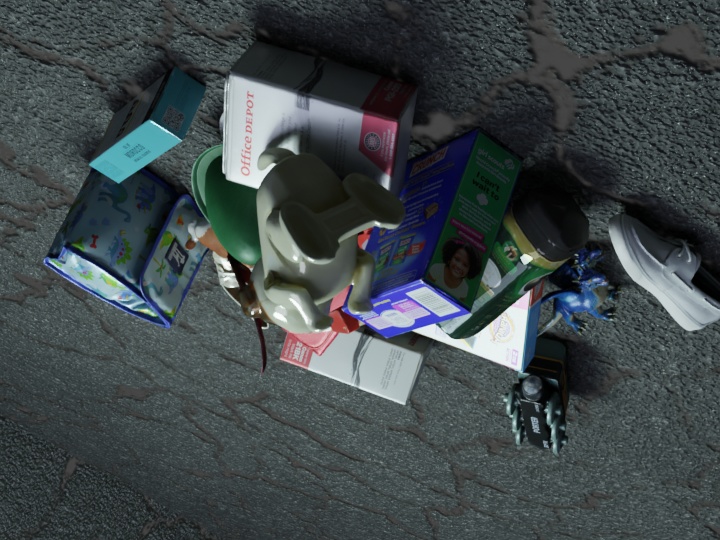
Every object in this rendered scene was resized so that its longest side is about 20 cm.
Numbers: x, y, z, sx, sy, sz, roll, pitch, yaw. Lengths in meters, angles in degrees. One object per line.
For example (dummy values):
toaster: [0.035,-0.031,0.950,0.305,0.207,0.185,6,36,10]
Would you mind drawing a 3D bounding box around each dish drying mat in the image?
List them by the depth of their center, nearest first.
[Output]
dish drying mat: [-0.036,0.029,1.719,0.077,0.018,0.201,38,122,5]

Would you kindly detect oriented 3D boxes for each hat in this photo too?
hat: [-0.151,-0.027,1.503,0.198,0.177,0.166,28,137,2]

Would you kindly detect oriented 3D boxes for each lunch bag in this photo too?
lunch bag: [-0.315,-0.038,1.776,0.199,0.172,0.127,36,152,-25]

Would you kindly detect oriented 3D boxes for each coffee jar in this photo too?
coffee jar: [0.166,-0.010,1.437,0.200,0.104,0.086,-42,76,30]

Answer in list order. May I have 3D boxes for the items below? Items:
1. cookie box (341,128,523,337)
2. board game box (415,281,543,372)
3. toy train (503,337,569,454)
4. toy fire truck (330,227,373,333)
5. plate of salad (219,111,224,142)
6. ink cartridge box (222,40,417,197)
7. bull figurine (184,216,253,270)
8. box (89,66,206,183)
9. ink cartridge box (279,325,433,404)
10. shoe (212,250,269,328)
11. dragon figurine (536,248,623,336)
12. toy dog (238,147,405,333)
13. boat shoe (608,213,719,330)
cookie box: [0.080,-0.040,1.417,0.075,0.202,0.171,32,153,-22]
board game box: [0.128,0.027,1.578,0.198,0.040,0.155,20,130,23]
toy train: [0.261,0.182,1.795,0.084,0.115,0.201,11,153,20]
toy fire truck: [0.000,0.000,1.605,0.199,0.048,0.142,-19,96,61]
plate of salad: [-0.082,-0.139,1.535,0.198,0.048,0.201,25,152,14]
ink cartridge box: [-0.047,-0.152,1.390,0.197,0.085,0.147,16,131,10]
bull figurine: [-0.154,-0.049,1.679,0.121,0.066,0.199,31,154,-19]
box: [-0.268,-0.179,1.570,0.049,0.083,0.199,32,153,-23]
ink cartridge box: [-0.002,0.113,1.842,0.198,0.085,0.144,18,-171,7]
shoe: [-0.172,0.019,1.904,0.069,0.054,0.201,8,151,28]
dragon figurine: [0.257,0.028,1.567,0.099,0.059,0.199,33,152,-20]
toy dog: [-0.069,-0.014,1.366,0.193,0.139,0.201,38,139,18]
boat shoe: [0.356,-0.003,1.426,0.068,0.072,0.200,-28,121,32]
